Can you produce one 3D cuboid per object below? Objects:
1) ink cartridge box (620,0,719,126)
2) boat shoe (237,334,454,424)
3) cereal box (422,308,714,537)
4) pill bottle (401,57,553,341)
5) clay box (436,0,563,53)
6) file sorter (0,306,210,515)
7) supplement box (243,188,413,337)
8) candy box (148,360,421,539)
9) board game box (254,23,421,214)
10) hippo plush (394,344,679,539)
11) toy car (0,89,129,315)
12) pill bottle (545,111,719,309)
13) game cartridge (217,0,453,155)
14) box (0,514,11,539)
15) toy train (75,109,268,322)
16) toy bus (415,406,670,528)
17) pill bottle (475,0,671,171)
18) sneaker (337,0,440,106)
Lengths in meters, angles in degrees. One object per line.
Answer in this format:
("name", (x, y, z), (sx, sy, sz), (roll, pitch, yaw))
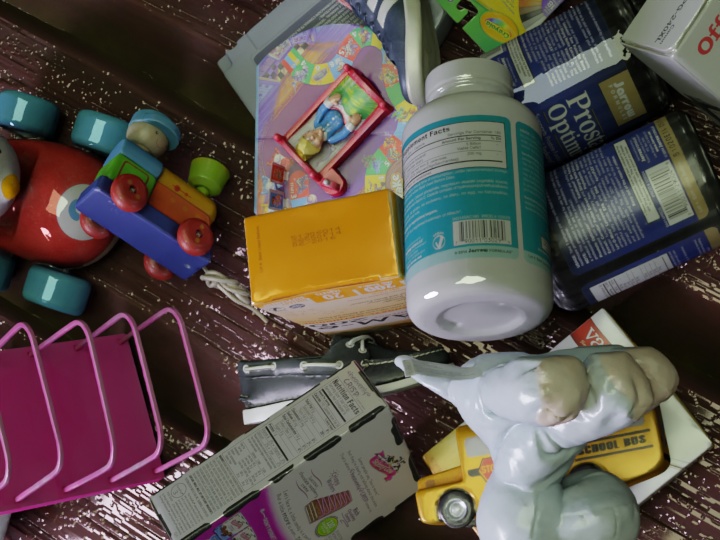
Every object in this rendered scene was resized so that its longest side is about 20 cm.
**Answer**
("ink cartridge box", (0.321, -0.177, 1.123), (0.146, 0.199, 0.083), (-55, 26, 3))
("boat shoe", (-0.017, 0.085, 1.254), (0.198, 0.076, 0.061), (-14, 83, 14))
("cereal box", (0.170, 0.149, 1.203), (0.200, 0.039, 0.144), (-41, 72, 8))
("pill bottle", (0.086, -0.057, 1.103), (0.110, 0.111, 0.202), (-8, 65, 16))
("clay box", (0.147, -0.288, 1.245), (0.200, 0.048, 0.115), (-45, 107, 6))
("file sorter", (-0.247, 0.114, 1.238), (0.125, 0.198, 0.140), (-33, 70, 48))
("supplement box", (0.000, 0.000, 1.195), (0.125, 0.200, 0.074), (-11, 77, 17))
("candy box", (-0.056, 0.180, 1.184), (0.199, 0.137, 0.061), (-32, 50, -8))
("board game box", (-0.024, -0.120, 1.271), (0.156, 0.039, 0.203), (0, 86, 15))
("hippo plush", (0.132, 0.140, 1.042), (0.197, 0.159, 0.163), (-3, 90, -3))
("toy car", (-0.324, -0.076, 1.307), (0.175, 0.200, 0.186), (16, 87, 22))
("pill bottle", (0.193, -0.037, 1.179), (0.198, 0.112, 0.113), (-25, 75, 12))
("game cartridge", (-0.020, -0.200, 1.320), (0.199, 0.041, 0.134), (-38, 69, 9))
("box", (-0.402, 0.161, 1.297), (0.104, 0.183, 0.202), (10, 83, 52))
("toy train", (-0.147, -0.050, 1.318), (0.084, 0.199, 0.117), (-29, 33, 51))
("toy bus", (0.142, 0.152, 1.155), (0.198, 0.065, 0.079), (-13, 77, 15))
("pill bottle", (0.187, -0.161, 1.208), (0.198, 0.112, 0.113), (-26, 75, 13))
("sneaker", (0.015, -0.228, 1.260), (0.084, 0.075, 0.202), (-13, 69, 13))
